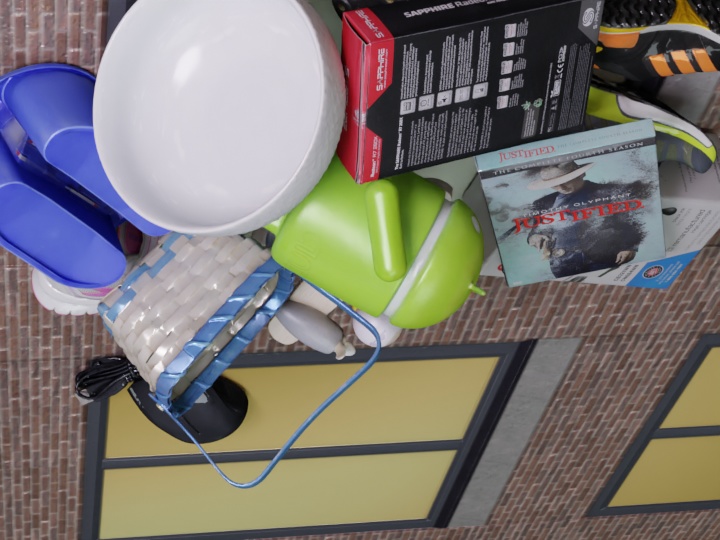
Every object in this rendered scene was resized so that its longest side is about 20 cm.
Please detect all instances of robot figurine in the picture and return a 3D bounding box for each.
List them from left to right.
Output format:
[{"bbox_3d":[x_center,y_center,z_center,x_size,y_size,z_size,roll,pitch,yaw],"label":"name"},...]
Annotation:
[{"bbox_3d":[0.009,-0.030,1.339,0.199,0.116,0.175,29,-177,-1],"label":"robot figurine"}]

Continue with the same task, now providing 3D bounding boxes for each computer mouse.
[{"bbox_3d":[-0.190,0.139,1.764,0.138,0.053,0.200,-25,145,22],"label":"computer mouse"}]

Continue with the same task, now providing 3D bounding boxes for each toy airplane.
[{"bbox_3d":[0.000,0.000,1.503,0.198,0.142,0.200,-11,148,4],"label":"toy airplane"}]

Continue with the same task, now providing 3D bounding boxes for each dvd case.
[{"bbox_3d":[0.179,-0.052,1.416,0.145,0.022,0.200,-11,149,6],"label":"dvd case"}]

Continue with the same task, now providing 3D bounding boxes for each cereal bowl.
[{"bbox_3d":[-0.094,-0.121,1.247,0.199,0.201,0.083,-25,165,24],"label":"cereal bowl"}]

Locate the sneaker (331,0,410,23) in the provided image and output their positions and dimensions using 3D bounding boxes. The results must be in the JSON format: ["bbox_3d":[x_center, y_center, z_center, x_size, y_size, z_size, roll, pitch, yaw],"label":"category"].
[{"bbox_3d":[0.032,-0.195,1.285,0.072,0.073,0.200,7,145,31],"label":"sneaker"}]

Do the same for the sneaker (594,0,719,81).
[{"bbox_3d":[0.250,-0.186,1.346,0.199,0.070,0.090,5,152,-14],"label":"sneaker"}]

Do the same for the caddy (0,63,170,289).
[{"bbox_3d":[-0.235,-0.079,1.354,0.141,0.105,0.200,-41,140,7],"label":"caddy"}]

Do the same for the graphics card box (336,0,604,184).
[{"bbox_3d":[0.080,-0.146,1.259,0.199,0.051,0.126,-15,132,-20],"label":"graphics card box"}]

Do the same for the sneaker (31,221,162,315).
[{"bbox_3d":[-0.189,-0.006,1.502,0.199,0.082,0.088,-2,150,-13],"label":"sneaker"}]

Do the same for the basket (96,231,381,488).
[{"bbox_3d":[-0.105,0.057,1.419,0.176,0.200,0.139,-44,166,-10],"label":"basket"}]

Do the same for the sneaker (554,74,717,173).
[{"bbox_3d":[0.211,-0.113,1.421,0.199,0.074,0.081,17,108,-26],"label":"sneaker"}]

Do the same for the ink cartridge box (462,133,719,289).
[{"bbox_3d":[0.211,-0.058,1.519,0.199,0.085,0.146,3,147,-20],"label":"ink cartridge box"}]
